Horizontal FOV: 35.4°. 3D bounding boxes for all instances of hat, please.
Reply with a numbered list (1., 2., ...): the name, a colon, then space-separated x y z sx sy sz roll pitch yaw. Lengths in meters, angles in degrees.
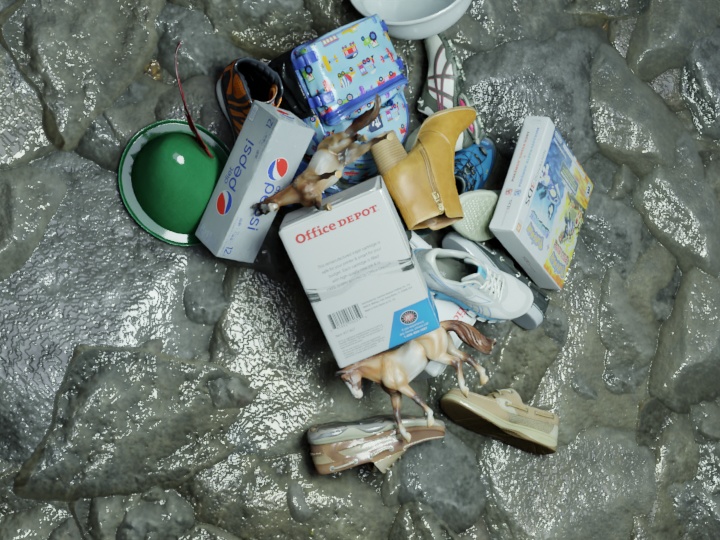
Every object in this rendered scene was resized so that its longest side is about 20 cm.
1. hat: -0.222 -0.140 1.445 0.200 0.176 0.166 41 69 -10

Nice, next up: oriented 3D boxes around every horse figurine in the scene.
1. horse figurine: 0.083 0.129 1.492 0.199 0.050 0.133 -37 83 4
2. horse figurine: -0.037 -0.135 1.433 0.050 0.132 0.201 47 67 -23

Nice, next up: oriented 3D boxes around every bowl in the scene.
1. bowl: 0.085 -0.404 1.640 0.198 0.091 0.204 -9 56 13

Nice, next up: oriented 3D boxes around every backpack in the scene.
1. backpack: -0.014 -0.229 1.564 0.181 0.134 0.203 -25 98 -29

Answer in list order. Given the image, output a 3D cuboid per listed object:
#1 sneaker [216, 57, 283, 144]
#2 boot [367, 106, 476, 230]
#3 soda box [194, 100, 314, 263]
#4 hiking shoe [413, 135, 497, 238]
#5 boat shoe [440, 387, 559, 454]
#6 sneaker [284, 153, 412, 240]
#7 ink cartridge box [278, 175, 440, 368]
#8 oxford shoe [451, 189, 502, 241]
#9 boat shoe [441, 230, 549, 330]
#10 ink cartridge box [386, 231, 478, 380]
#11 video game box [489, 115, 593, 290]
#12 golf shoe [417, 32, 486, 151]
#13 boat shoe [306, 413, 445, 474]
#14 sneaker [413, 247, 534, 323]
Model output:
1. sneaker: -0.133 -0.193 1.525 0.077 0.112 0.202 -28 92 -23
2. boot: 0.109 -0.135 1.536 0.199 0.071 0.146 -23 81 -34
3. soda box: -0.140 -0.114 1.475 0.068 0.063 0.202 10 112 -46
4. hiking shoe: 0.144 -0.125 1.639 0.074 0.087 0.200 44 68 -9
5. boat shoe: 0.201 0.204 1.620 0.198 0.071 0.065 26 66 -24
6. sneaker: -0.020 -0.085 1.518 0.198 0.075 0.079 29 107 10
7. ink cartridge box: 0.000 0.000 1.449 0.144 0.084 0.202 -21 105 8
8. oxford shoe: 0.180 -0.086 1.629 0.199 0.057 0.076 -6 121 -52
9. boat shoe: 0.200 0.004 1.655 0.200 0.068 0.057 43 65 -16
10. ink cartridge box: 0.056 0.037 1.578 0.199 0.083 0.146 41 69 -10
11. video game box: 0.269 -0.096 1.651 0.200 0.046 0.185 41 66 -50
12. golf shoe: 0.117 -0.268 1.657 0.087 0.077 0.203 -20 68 10
13. boat shoe: 0.022 0.239 1.541 0.197 0.076 0.073 -5 90 -16
14. sneaker: 0.158 0.018 1.531 0.197 0.086 0.076 17 73 -20
